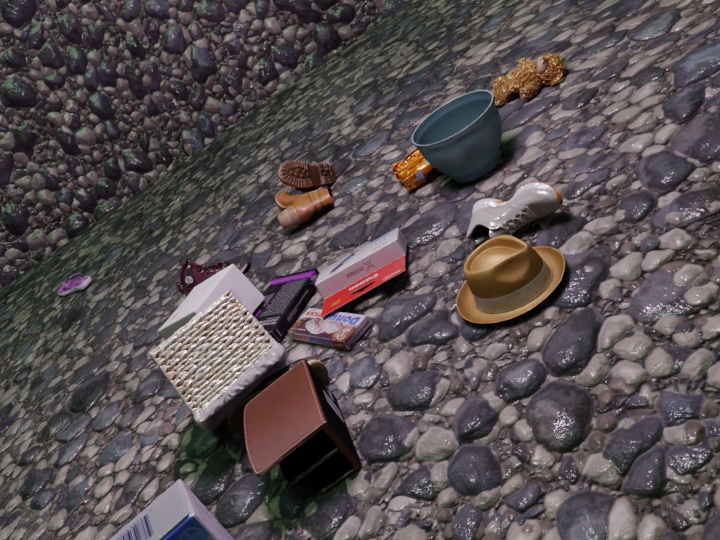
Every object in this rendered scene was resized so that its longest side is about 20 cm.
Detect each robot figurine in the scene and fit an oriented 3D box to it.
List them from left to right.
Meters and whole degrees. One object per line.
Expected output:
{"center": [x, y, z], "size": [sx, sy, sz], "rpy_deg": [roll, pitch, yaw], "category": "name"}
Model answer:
{"center": [0.173, -0.271, 1.873], "size": [0.198, 0.059, 0.145], "rpy_deg": [-35, 28, 1], "category": "robot figurine"}

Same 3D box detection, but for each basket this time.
{"center": [-0.253, 0.164, 1.442], "size": [0.199, 0.162, 0.198], "rpy_deg": [-38, -7, -12], "category": "basket"}

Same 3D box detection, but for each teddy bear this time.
{"center": [0.400, -0.471, 1.932], "size": [0.198, 0.067, 0.146], "rpy_deg": [-1, 44, 51], "category": "teddy bear"}

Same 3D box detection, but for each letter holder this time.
{"center": [-0.100, 0.260, 1.247], "size": [0.141, 0.101, 0.200], "rpy_deg": [-36, 25, 2], "category": "letter holder"}

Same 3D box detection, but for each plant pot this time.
{"center": [0.229, -0.280, 1.732], "size": [0.198, 0.135, 0.201], "rpy_deg": [-28, 27, 15], "category": "plant pot"}

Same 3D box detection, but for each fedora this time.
{"center": [0.235, 0.000, 1.300], "size": [0.198, 0.082, 0.202], "rpy_deg": [-27, 27, 15], "category": "fedora"}

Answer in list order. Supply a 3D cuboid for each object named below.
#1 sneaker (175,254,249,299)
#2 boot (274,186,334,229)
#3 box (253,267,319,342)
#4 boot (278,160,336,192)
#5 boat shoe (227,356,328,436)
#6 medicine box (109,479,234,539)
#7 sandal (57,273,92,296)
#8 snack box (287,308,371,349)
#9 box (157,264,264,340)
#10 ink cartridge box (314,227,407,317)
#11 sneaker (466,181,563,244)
{"center": [-0.386, -0.001, 2.024], "size": [0.199, 0.116, 0.075], "rpy_deg": [-40, 26, -11], "category": "sneaker"}
{"center": [-0.148, -0.189, 2.110], "size": [0.153, 0.078, 0.200], "rpy_deg": [-27, 19, 5], "category": "boot"}
{"center": [-0.182, 0.081, 1.728], "size": [0.141, 0.036, 0.201], "rpy_deg": [-11, 33, 42], "category": "box"}
{"center": [-0.167, -0.248, 2.163], "size": [0.106, 0.077, 0.198], "rpy_deg": [-19, -10, 39], "category": "boot"}
{"center": [-0.149, 0.222, 1.412], "size": [0.199, 0.073, 0.066], "rpy_deg": [-33, 19, -8], "category": "boat shoe"}
{"center": [-0.238, 0.416, 1.024], "size": [0.181, 0.201, 0.103], "rpy_deg": [-40, 24, -12], "category": "medicine box"}
{"center": [-1.016, 0.040, 2.799], "size": [0.200, 0.050, 0.083], "rpy_deg": [-12, 33, 40], "category": "sandal"}
{"center": [-0.063, 0.112, 1.541], "size": [0.072, 0.025, 0.198], "rpy_deg": [-46, 27, -26], "category": "snack box"}
{"center": [-0.332, 0.098, 1.753], "size": [0.199, 0.106, 0.153], "rpy_deg": [-25, 24, 50], "category": "box"}
{"center": [0.000, 0.000, 1.601], "size": [0.198, 0.045, 0.177], "rpy_deg": [-29, 14, 13], "category": "ink cartridge box"}
{"center": [0.277, -0.092, 1.438], "size": [0.198, 0.076, 0.093], "rpy_deg": [-18, 37, 48], "category": "sneaker"}
